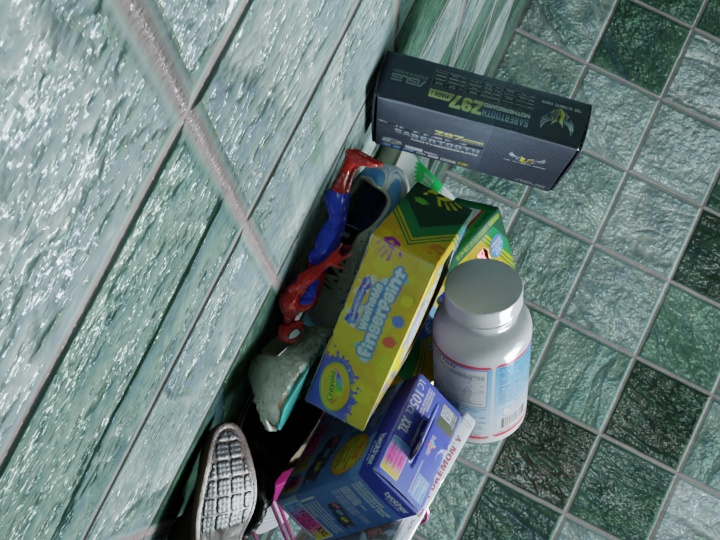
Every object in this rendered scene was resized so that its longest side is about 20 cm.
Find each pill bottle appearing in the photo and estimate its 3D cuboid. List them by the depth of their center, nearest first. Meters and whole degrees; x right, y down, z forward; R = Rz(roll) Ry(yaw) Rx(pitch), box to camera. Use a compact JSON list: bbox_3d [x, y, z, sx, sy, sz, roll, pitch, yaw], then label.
[{"bbox_3d":[0.132,0.087,1.194,0.201,0.108,0.109,86,24,-44],"label":"pill bottle"}]

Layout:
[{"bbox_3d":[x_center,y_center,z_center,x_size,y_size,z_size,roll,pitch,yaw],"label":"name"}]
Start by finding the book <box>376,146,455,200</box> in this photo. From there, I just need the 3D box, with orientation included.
[{"bbox_3d":[0.035,-0.036,1.345,0.133,0.048,0.201,38,71,-45],"label":"book"}]

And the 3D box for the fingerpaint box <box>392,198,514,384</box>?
[{"bbox_3d":[0.106,0.041,1.330,0.200,0.073,0.168,-44,131,-30],"label":"fingerpaint box"}]

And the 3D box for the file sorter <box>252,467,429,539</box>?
[{"bbox_3d":[-0.033,0.305,1.390,0.199,0.126,0.139,-19,164,-25],"label":"file sorter"}]

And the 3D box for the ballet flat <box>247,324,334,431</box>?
[{"bbox_3d":[-0.078,0.103,1.108,0.072,0.071,0.200,-65,173,19],"label":"ballet flat"}]

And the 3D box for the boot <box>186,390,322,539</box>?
[{"bbox_3d":[-0.109,0.198,1.190,0.213,0.079,0.158,-65,176,12],"label":"boot"}]

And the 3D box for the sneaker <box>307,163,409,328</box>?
[{"bbox_3d":[-0.015,-0.026,1.174,0.072,0.072,0.201,-3,125,-52],"label":"sneaker"}]

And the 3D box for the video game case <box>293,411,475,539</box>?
[{"bbox_3d":[0.021,0.240,1.210,0.199,0.023,0.183,-20,-150,53],"label":"video game case"}]

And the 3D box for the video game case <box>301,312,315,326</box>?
[{"bbox_3d":[-0.043,0.068,1.476,0.182,0.045,0.201,110,7,-47],"label":"video game case"}]

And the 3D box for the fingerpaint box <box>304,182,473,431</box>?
[{"bbox_3d":[0.032,0.034,1.114,0.201,0.073,0.167,-68,172,26],"label":"fingerpaint box"}]

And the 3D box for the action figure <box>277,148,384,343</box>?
[{"bbox_3d":[-0.034,-0.019,1.072,0.201,0.051,0.065,-63,180,10],"label":"action figure"}]

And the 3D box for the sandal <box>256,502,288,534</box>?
[{"bbox_3d":[-0.140,0.294,1.486,0.079,0.059,0.207,-24,149,-18],"label":"sandal"}]

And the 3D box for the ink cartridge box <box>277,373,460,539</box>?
[{"bbox_3d":[0.019,0.196,1.155,0.199,0.076,0.137,-27,-156,43],"label":"ink cartridge box"}]

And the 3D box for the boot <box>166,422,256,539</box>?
[{"bbox_3d":[-0.156,0.239,1.056,0.074,0.096,0.202,-2,97,-44],"label":"boot"}]

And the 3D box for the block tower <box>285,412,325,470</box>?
[{"bbox_3d":[-0.053,0.201,1.379,0.199,0.054,0.058,-12,145,-41],"label":"block tower"}]

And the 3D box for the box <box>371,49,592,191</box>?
[{"bbox_3d":[0.111,-0.141,1.062,0.158,0.198,0.051,95,10,-80],"label":"box"}]
